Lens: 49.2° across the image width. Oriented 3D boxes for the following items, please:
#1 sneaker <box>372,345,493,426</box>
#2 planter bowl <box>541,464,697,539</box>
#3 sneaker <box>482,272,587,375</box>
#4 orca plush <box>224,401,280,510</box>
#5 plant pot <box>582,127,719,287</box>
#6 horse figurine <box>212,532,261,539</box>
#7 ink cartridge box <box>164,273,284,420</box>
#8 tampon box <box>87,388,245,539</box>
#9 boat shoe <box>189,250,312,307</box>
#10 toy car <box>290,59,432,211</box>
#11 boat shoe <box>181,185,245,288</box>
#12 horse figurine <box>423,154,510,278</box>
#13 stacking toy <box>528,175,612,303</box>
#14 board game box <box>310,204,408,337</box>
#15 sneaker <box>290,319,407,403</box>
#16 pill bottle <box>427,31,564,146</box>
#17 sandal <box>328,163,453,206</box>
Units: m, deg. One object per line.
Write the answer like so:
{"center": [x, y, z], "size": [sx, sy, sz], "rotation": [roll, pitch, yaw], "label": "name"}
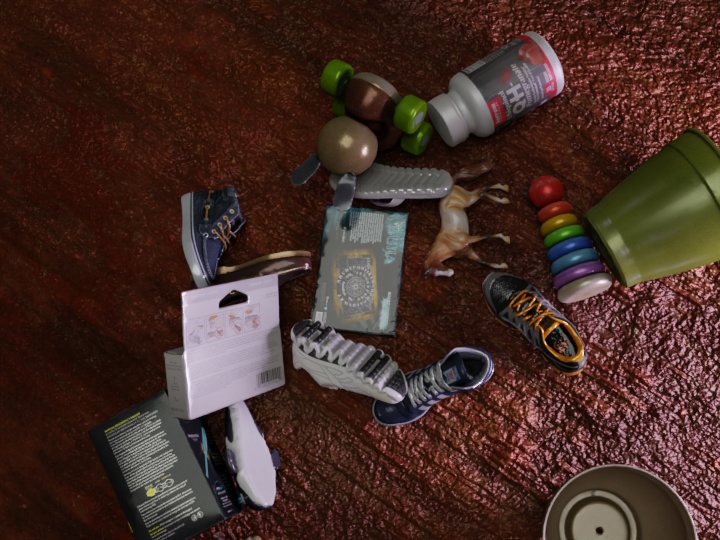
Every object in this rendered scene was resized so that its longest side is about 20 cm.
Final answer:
{"center": [0.106, 0.169, 1.159], "size": [0.200, 0.109, 0.070], "rotation": [-25, 78, -1], "label": "sneaker"}
{"center": [0.344, 0.368, 1.091], "size": [0.200, 0.135, 0.200], "rotation": [-1, 79, 4], "label": "planter bowl"}
{"center": [0.268, 0.073, 1.184], "size": [0.200, 0.077, 0.078], "rotation": [42, 86, 12], "label": "sneaker"}
{"center": [-0.191, 0.270, 1.181], "size": [0.071, 0.105, 0.200], "rotation": [-35, 80, 29], "label": "orca plush"}
{"center": [0.442, -0.075, 1.156], "size": [0.193, 0.200, 0.201], "rotation": [-28, 78, 10], "label": "plant pot"}
{"center": [-0.176, 0.466, 1.132], "size": [0.132, 0.050, 0.200], "rotation": [-28, 92, 18], "label": "horse figurine"}
{"center": [-0.193, 0.102, 1.132], "size": [0.045, 0.200, 0.176], "rotation": [1, 98, 35], "label": "ink cartridge box"}
{"center": [-0.277, 0.291, 1.140], "size": [0.126, 0.150, 0.200], "rotation": [-28, 78, -2], "label": "tampon box"}
{"center": [-0.168, 0.022, 1.228], "size": [0.200, 0.070, 0.070], "rotation": [-15, 71, 9], "label": "boat shoe"}
{"center": [-0.012, -0.192, 1.214], "size": [0.164, 0.158, 0.200], "rotation": [30, 82, 17], "label": "toy car"}
{"center": [-0.224, -0.059, 1.215], "size": [0.091, 0.071, 0.200], "rotation": [-15, 49, -1], "label": "boat shoe"}
{"center": [0.167, -0.081, 1.234], "size": [0.132, 0.050, 0.200], "rotation": [2, 79, 4], "label": "horse figurine"}
{"center": [0.311, -0.055, 1.208], "size": [0.085, 0.085, 0.200], "rotation": [-18, 74, 0], "label": "stacking toy"}
{"center": [0.000, 0.000, 1.241], "size": [0.135, 0.028, 0.200], "rotation": [6, 79, 5], "label": "board game box"}
{"center": [-0.020, 0.149, 1.179], "size": [0.200, 0.075, 0.081], "rotation": [27, 123, 22], "label": "sneaker"}
{"center": [0.209, -0.280, 1.241], "size": [0.200, 0.111, 0.111], "rotation": [-31, 78, -2], "label": "pill bottle"}
{"center": [0.046, -0.128, 1.248], "size": [0.202, 0.050, 0.082], "rotation": [6, 44, 18], "label": "sandal"}
